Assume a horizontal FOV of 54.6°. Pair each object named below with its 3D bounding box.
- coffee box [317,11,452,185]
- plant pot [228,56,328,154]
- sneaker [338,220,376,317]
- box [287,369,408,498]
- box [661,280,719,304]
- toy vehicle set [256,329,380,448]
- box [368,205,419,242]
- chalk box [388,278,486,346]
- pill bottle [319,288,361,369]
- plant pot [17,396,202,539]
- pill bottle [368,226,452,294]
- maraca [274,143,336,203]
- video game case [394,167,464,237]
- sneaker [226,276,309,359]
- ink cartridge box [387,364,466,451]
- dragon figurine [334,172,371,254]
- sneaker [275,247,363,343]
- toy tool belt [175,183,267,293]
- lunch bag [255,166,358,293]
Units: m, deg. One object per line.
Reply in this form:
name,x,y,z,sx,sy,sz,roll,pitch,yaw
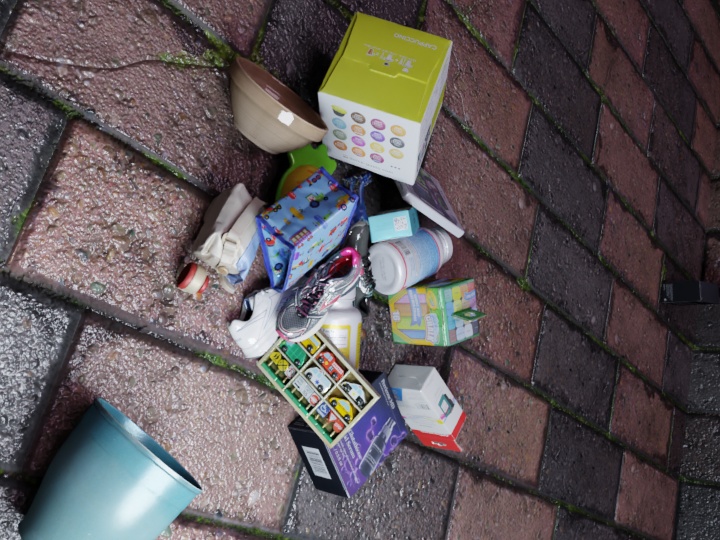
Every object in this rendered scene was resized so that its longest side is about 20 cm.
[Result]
coffee box,0.047,-0.326,1.325,0.199,0.196,0.203,90,21,-65
plant pot,-0.159,-0.271,1.212,0.199,0.202,0.093,28,110,-41
sneaker,0.000,0.000,1.338,0.075,0.078,0.204,-33,142,-46
box,-0.020,0.306,1.341,0.199,0.103,0.150,-39,113,-39
box,1.221,0.085,2.578,0.197,0.139,0.081,7,83,-45
toy vehicle set,-0.075,0.192,1.221,0.125,0.200,0.026,-47,167,6
box,0.070,-0.096,1.401,0.200,0.080,0.050,-44,124,-78
chalk box,0.171,0.086,1.477,0.123,0.197,0.127,-11,95,-44
pill bottle,-0.053,0.124,1.295,0.110,0.110,0.205,-1,97,-44
plant pot,-0.352,0.314,0.959,0.189,0.199,0.201,-50,122,-16
pill bottle,0.108,-0.029,1.485,0.198,0.107,0.111,-22,103,-43
maraca,-0.096,-0.142,1.286,0.135,0.106,0.205,14,78,-42
video game case,0.132,-0.176,1.504,0.198,0.023,0.184,29,30,-40
sneaker,-0.157,0.061,1.242,0.088,0.074,0.201,52,53,-22
ink cartridge box,0.147,0.296,1.501,0.068,0.115,0.202,-53,123,-33
dragon figurine,-0.030,-0.111,1.385,0.201,0.058,0.100,-53,122,-33
sneaker,-0.074,0.036,1.201,0.080,0.075,0.201,37,73,12
toy tool belt,-0.209,-0.032,1.159,0.122,0.124,0.203,35,65,-28
lunch bag,-0.088,-0.047,1.183,0.150,0.094,0.202,-40,158,-25
